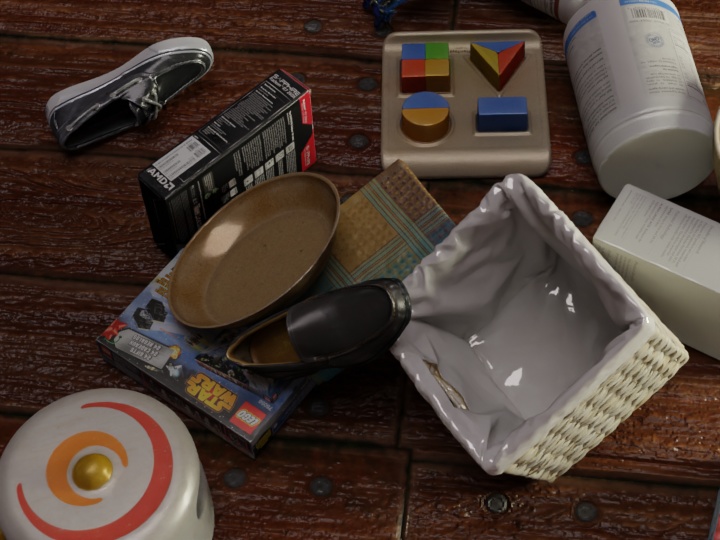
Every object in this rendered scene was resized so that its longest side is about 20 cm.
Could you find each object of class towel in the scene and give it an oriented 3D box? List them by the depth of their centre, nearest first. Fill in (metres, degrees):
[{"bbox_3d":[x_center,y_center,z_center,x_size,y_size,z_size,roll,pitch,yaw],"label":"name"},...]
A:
[{"bbox_3d":[0.000,0.000,1.376,0.200,0.022,0.147,-38,60,1],"label":"towel"}]

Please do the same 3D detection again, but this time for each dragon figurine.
[{"bbox_3d":[0.075,-0.351,1.613,0.099,0.200,0.059,-22,76,-38],"label":"dragon figurine"}]

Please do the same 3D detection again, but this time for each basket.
[{"bbox_3d":[0.158,0.058,1.286,0.200,0.161,0.198,-45,60,12],"label":"basket"}]

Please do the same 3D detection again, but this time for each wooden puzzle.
[{"bbox_3d":[0.115,-0.194,1.568,0.184,0.046,0.201,-1,56,3],"label":"wooden puzzle"}]

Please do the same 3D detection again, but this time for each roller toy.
[{"bbox_3d":[-0.230,0.204,1.265,0.199,0.140,0.183,26,61,20],"label":"roller toy"}]

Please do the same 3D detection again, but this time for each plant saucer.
[{"bbox_3d":[-0.097,-0.012,1.378,0.200,0.035,0.201,-24,37,20],"label":"plant saucer"}]

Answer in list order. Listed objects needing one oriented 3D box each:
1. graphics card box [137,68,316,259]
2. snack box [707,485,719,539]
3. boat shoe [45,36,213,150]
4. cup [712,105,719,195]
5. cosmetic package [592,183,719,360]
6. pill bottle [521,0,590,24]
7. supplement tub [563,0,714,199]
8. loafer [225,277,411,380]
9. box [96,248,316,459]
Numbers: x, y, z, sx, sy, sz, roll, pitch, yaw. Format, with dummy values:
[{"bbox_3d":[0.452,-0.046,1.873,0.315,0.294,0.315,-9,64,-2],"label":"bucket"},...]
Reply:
[{"bbox_3d":[-0.135,-0.107,1.476,0.051,0.126,0.200,39,67,23],"label":"graphics card box"},{"bbox_3d":[0.410,0.245,1.246,0.199,0.068,0.169,16,58,11],"label":"snack box"},{"bbox_3d":[-0.249,-0.192,1.572,0.199,0.072,0.068,-24,56,-9],"label":"boat shoe"},{"bbox_3d":[0.444,-0.086,1.419,0.199,0.143,0.201,-2,55,2],"label":"cup"},{"bbox_3d":[0.326,0.011,1.381,0.199,0.113,0.081,25,61,17],"label":"cosmetic package"},{"bbox_3d":[0.230,-0.351,1.626,0.200,0.112,0.112,32,63,22],"label":"pill bottle"},{"bbox_3d":[0.294,-0.188,1.503,0.131,0.132,0.201,-6,57,-1],"label":"supplement tub"},{"bbox_3d":[-0.038,0.058,1.280,0.072,0.200,0.073,0,69,-47],"label":"loafer"},{"bbox_3d":[-0.142,0.079,1.404,0.200,0.040,0.137,31,62,21],"label":"box"}]
